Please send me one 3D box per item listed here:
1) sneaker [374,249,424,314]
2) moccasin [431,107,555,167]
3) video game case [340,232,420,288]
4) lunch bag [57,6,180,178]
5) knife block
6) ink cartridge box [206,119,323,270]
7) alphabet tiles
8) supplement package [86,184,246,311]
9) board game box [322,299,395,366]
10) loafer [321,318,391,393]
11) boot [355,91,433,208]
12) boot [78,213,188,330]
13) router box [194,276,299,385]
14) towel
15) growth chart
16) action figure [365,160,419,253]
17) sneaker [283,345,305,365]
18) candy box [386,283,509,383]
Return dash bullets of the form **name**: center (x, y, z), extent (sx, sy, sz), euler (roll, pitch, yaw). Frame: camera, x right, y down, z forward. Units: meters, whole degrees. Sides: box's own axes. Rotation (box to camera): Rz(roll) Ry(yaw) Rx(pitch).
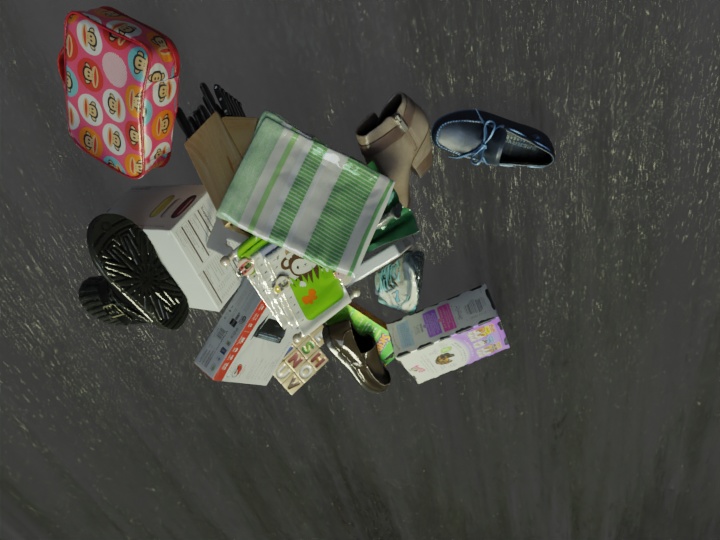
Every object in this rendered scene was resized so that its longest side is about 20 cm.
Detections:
- **sneaker**: center (0.064, 0.025, 0.986), extent (0.084, 0.079, 0.201), euler (8, 155, 4)
- **moccasin**: center (0.207, -0.200, 0.862), extent (0.194, 0.069, 0.082), euler (2, 124, -6)
- **video game case**: center (0.000, 0.000, 0.946), extent (0.198, 0.182, 0.023), euler (-32, 91, 20)
- **lunch bag**: center (-0.343, -0.248, 0.784), extent (0.173, 0.082, 0.203), euler (28, 125, 9)
- **knife block**: center (-0.205, -0.159, 0.799), extent (0.172, 0.206, 0.064), euler (8, 172, 27)
- **ink cartridge box**: center (-0.132, -0.103, 0.826), extent (0.114, 0.204, 0.066), euler (21, 177, 28)
- **alphabet tiles**: center (-0.152, 0.133, 1.059), extent (0.167, 0.008, 0.201), euler (-42, 114, -10)
- **supplement package**: center (-0.294, -0.039, 0.891), extent (0.196, 0.112, 0.158), euler (4, 133, 31)
- **board game box**: center (-0.004, 0.122, 1.123), extent (0.198, 0.030, 0.095), euler (36, 119, -22)
- **loafer**: center (0.007, 0.167, 1.093), extent (0.071, 0.074, 0.200), euler (-32, 126, 16)
- **boot**: center (0.034, -0.159, 0.852), extent (0.202, 0.070, 0.146), euler (-54, 139, -8)
- **boot**: center (-0.366, 0.010, 0.840), extent (0.154, 0.080, 0.214), euler (4, 133, 32)
- **router box**: center (-0.164, 0.091, 0.956), extent (0.203, 0.048, 0.179), euler (-59, 157, -1)
- **towel**: center (-0.066, -0.097, 0.736), extent (0.196, 0.023, 0.156), euler (26, 81, -10)
- **growth chart**: center (-0.086, 0.006, 0.793), extent (0.144, 0.018, 0.201), euler (-43, 127, -11)
- **action figure**: center (-0.018, -0.056, 0.848), extent (0.199, 0.054, 0.120), euler (-35, 87, 39)
- **sneaker**: center (-0.180, 0.149, 1.095), extent (0.098, 0.071, 0.200), euler (-49, 117, -3)
- **candy box**: center (0.167, 0.124, 1.059), extent (0.196, 0.073, 0.168), euler (-23, 148, 10)
